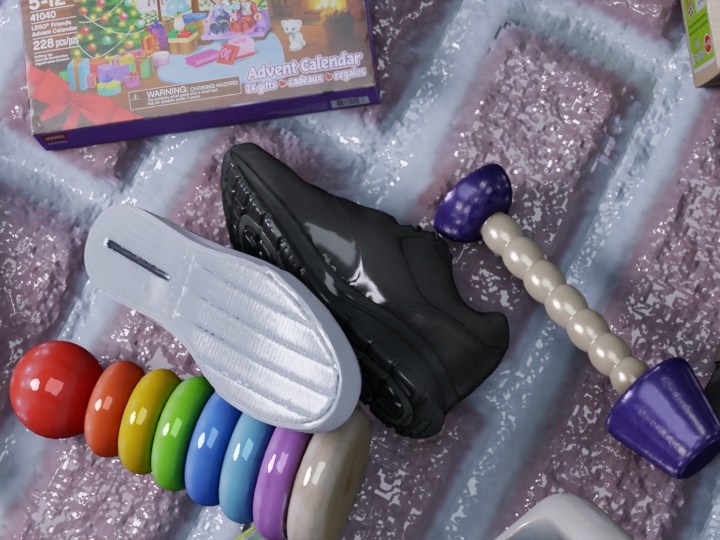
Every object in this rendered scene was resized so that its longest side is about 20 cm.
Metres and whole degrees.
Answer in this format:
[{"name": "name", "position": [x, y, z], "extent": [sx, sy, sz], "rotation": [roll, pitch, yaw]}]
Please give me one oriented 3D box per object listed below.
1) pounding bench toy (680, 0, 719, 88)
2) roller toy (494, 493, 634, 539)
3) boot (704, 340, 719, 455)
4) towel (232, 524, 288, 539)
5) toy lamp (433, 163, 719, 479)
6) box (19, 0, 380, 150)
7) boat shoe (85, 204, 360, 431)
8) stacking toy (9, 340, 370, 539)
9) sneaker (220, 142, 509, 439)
[{"name": "pounding bench toy", "position": [0.250, -0.175, 1.217], "extent": [0.154, 0.200, 0.125], "rotation": [-9, 90, 3]}, {"name": "roller toy", "position": [0.122, 0.213, 1.171], "extent": [0.139, 0.183, 0.200], "rotation": [-40, 79, -4]}, {"name": "boot", "position": [0.254, 0.025, 1.212], "extent": [0.069, 0.200, 0.175], "rotation": [25, 74, -25]}, {"name": "towel", "position": [-0.092, 0.245, 1.264], "extent": [0.199, 0.023, 0.144], "rotation": [-33, 78, -2]}, {"name": "toy lamp", "position": [0.118, 0.029, 1.251], "extent": [0.058, 0.058, 0.200], "rotation": [-41, 66, -4]}, {"name": "box", "position": [-0.095, -0.152, 1.331], "extent": [0.198, 0.039, 0.138], "rotation": [-8, 78, 3]}, {"name": "boat shoe", "position": [-0.064, 0.020, 1.238], "extent": [0.200, 0.062, 0.072], "rotation": [36, 106, 36]}, {"name": "stacking toy", "position": [-0.098, 0.084, 1.270], "extent": [0.198, 0.085, 0.086], "rotation": [19, 81, 12]}, {"name": "sneaker", "position": [0.000, 0.000, 1.285], "extent": [0.091, 0.076, 0.200], "rotation": [-35, 73, -24]}]
